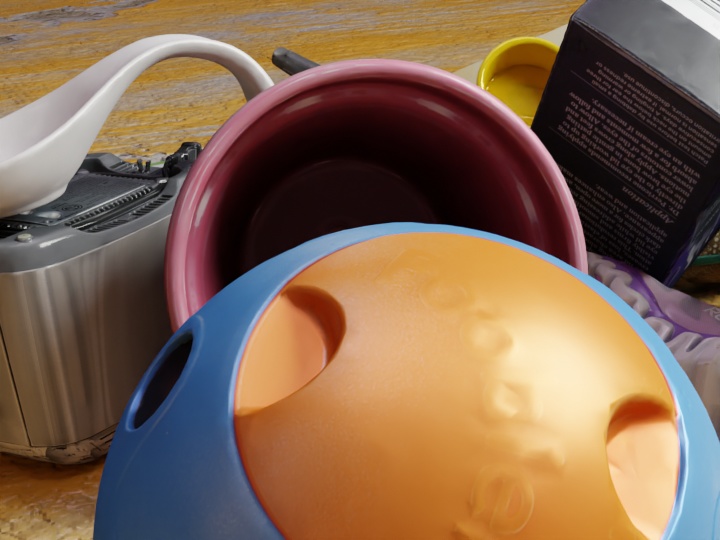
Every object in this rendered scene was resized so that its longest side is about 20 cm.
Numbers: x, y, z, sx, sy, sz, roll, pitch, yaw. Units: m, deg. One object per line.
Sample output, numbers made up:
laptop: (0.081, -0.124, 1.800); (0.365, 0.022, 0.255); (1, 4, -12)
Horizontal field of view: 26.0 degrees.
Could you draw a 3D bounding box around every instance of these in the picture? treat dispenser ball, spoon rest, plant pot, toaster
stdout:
treat dispenser ball: (0.017, 0.086, 0.488); (0.199, 0.202, 0.201); (-4, 19, 1)
spoon rest: (-0.138, -0.075, 0.784); (0.199, 0.061, 0.099); (-19, 19, -21)
plant pot: (0.000, 0.000, 0.793); (0.198, 0.202, 0.179); (-6, 3, -6)
toaster: (-0.150, 0.016, 0.840); (0.113, 0.130, 0.200); (8, 23, 29)

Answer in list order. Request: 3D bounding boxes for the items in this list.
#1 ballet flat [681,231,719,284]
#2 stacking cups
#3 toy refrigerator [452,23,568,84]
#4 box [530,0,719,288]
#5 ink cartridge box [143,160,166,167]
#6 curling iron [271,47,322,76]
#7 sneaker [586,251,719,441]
ballet flat: (0.222, -0.043, 1.037); (0.065, 0.071, 0.200); (-12, 15, 10)
stacking cups: (0.098, -0.075, 0.983); (0.060, 0.061, 0.200); (-4, -19, 0)
toy refrigerator: (0.083, -0.103, 1.096); (0.199, 0.070, 0.076); (-22, -18, 12)
box: (0.169, -0.086, 0.836); (0.104, 0.200, 0.148); (37, 63, 14)
ink cartridge box: (-0.037, -0.030, 0.989); (0.199, 0.105, 0.059); (-15, 22, -31)
curling iron: (0.021, -0.091, 0.965); (0.200, 0.026, 0.049); (37, 20, 26)
sneaker: (0.170, 0.048, 0.774); (0.088, 0.081, 0.200); (-5, 23, -25)
